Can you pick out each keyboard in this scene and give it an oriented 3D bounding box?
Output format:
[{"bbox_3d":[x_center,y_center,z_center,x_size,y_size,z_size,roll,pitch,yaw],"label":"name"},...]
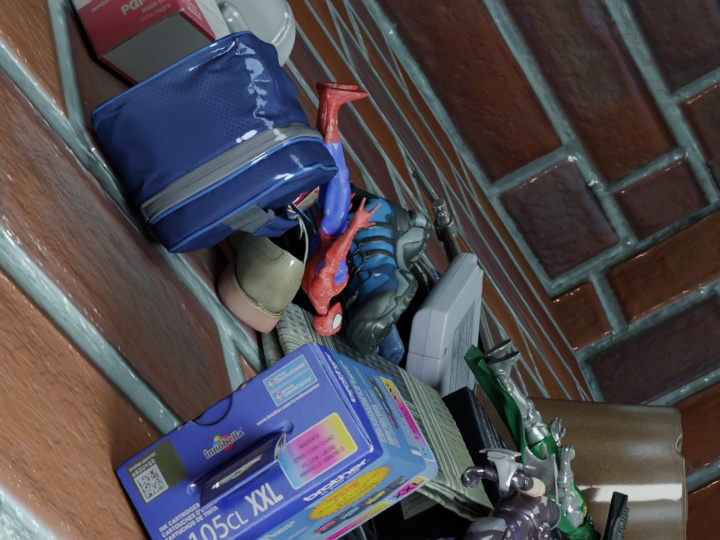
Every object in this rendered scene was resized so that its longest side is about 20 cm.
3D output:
[{"bbox_3d":[0.213,0.293,1.663,0.127,0.021,0.200,-56,157,-74],"label":"keyboard"}]

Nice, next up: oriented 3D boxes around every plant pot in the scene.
[{"bbox_3d":[0.210,0.209,1.818,0.200,0.198,0.201,-1,90,-85],"label":"plant pot"}]

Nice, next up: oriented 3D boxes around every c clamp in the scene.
[{"bbox_3d":[0.107,0.016,1.902,0.171,0.027,0.200,-113,-176,-58],"label":"c clamp"}]

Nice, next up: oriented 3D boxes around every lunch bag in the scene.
[{"bbox_3d":[-0.098,-0.082,1.379,0.133,0.136,0.200,62,8,2],"label":"lunch bag"}]

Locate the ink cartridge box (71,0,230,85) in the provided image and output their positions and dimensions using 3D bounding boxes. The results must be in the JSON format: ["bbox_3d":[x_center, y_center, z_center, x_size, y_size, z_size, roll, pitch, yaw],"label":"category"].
[{"bbox_3d":[-0.191,-0.253,1.533,0.200,0.083,0.147,64,10,16],"label":"ink cartridge box"}]

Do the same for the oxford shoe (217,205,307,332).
[{"bbox_3d":[-0.071,-0.025,1.511,0.071,0.074,0.200,33,19,-23],"label":"oxford shoe"}]

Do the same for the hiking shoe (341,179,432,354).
[{"bbox_3d":[0.000,0.000,1.582,0.087,0.074,0.200,30,28,-8],"label":"hiking shoe"}]

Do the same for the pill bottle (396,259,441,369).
[{"bbox_3d":[0.037,0.042,1.835,0.112,0.112,0.200,64,10,14],"label":"pill bottle"}]

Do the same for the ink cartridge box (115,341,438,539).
[{"bbox_3d":[-0.047,0.113,1.078,0.076,0.136,0.200,59,8,18],"label":"ink cartridge box"}]

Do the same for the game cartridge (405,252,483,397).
[{"bbox_3d":[0.074,0.099,1.739,0.133,0.040,0.200,-58,155,-58],"label":"game cartridge"}]

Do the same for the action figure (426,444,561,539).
[{"bbox_3d":[0.096,0.200,1.377,0.200,0.069,0.130,-31,115,-58],"label":"action figure"}]

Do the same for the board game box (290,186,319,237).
[{"bbox_3d":[-0.083,-0.099,1.592,0.158,0.039,0.200,43,-4,5],"label":"board game box"}]

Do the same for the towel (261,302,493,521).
[{"bbox_3d":[0.006,0.111,1.494,0.192,0.035,0.200,32,16,-25],"label":"towel"}]

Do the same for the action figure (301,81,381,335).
[{"bbox_3d":[-0.019,-0.046,1.491,0.065,0.052,0.200,-140,-125,-68],"label":"action figure"}]

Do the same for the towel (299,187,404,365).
[{"bbox_3d":[-0.024,0.017,1.688,0.112,0.048,0.200,108,-35,-54],"label":"towel"}]

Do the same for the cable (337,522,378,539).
[{"bbox_3d":[0.007,0.217,1.345,0.163,0.051,0.200,52,13,-47],"label":"cable"}]

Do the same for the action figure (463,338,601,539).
[{"bbox_3d":[0.159,0.159,1.647,0.118,0.055,0.200,-103,167,-75],"label":"action figure"}]

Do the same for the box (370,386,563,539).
[{"bbox_3d":[0.100,0.241,1.586,0.200,0.117,0.197,58,10,-30],"label":"box"}]

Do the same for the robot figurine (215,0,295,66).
[{"bbox_3d":[-0.133,-0.244,1.730,0.200,0.113,0.170,54,4,-40],"label":"robot figurine"}]
